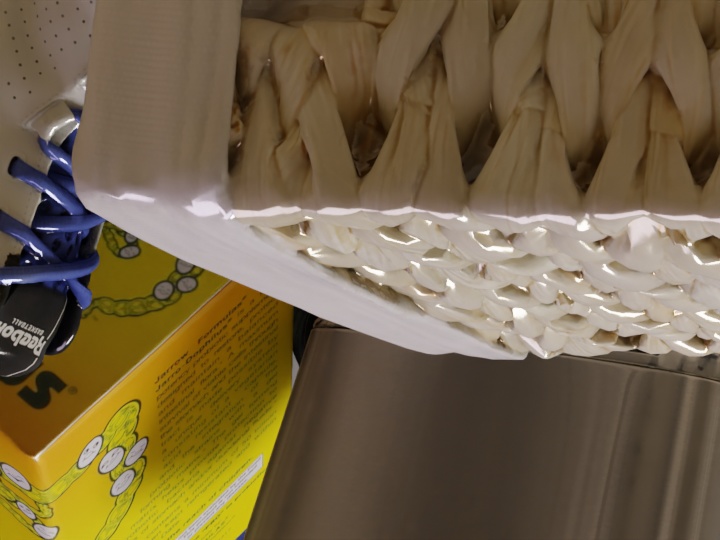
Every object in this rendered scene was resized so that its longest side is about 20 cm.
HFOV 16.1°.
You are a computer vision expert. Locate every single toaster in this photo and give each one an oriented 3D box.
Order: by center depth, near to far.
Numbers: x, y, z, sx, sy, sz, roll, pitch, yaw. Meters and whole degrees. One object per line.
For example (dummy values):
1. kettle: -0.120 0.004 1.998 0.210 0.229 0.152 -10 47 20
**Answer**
1. toaster: 0.057 0.078 0.767 0.200 0.129 0.114 6 171 35

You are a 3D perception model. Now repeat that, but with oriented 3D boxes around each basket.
1. basket: 0.048 -0.054 0.500 0.123 0.136 0.200 6 173 22

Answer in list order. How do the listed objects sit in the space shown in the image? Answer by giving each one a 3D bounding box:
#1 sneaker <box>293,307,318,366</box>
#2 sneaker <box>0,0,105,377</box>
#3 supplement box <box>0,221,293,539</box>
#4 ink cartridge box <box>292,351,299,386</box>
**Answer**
1. sneaker: 0.066 0.072 0.950 0.199 0.076 0.114 33 -170 -15
2. sneaker: -0.083 -0.037 0.680 0.199 0.115 0.081 -22 166 15
3. supplement box: -0.097 0.036 0.830 0.109 0.110 0.200 39 156 18
4. ink cartridge box: 0.000 0.000 1.032 0.200 0.115 0.068 12 173 -13
